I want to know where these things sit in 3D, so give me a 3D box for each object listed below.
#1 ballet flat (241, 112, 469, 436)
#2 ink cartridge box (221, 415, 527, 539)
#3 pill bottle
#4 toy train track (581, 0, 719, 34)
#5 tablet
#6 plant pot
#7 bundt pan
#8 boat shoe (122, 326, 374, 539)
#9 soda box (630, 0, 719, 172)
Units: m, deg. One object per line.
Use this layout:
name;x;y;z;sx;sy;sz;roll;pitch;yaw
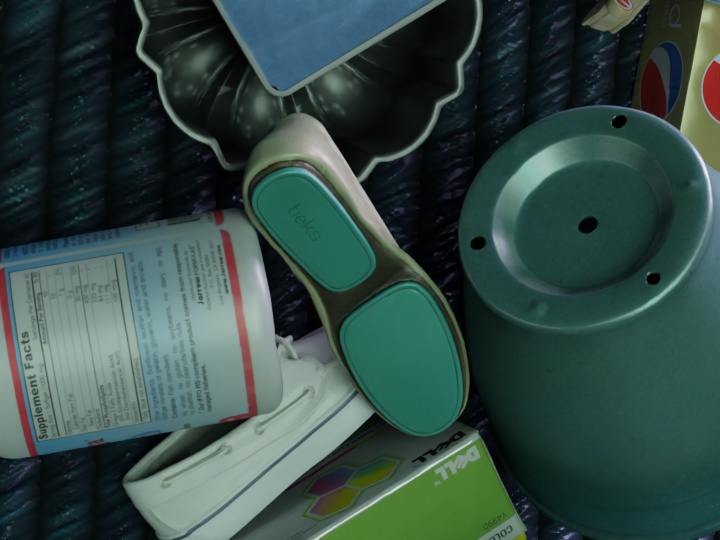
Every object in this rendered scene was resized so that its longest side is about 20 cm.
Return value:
ballet flat;0.000;0.000;1.150;0.069;0.069;0.201;-39;123;-14
ink cartridge box;0.021;0.152;1.171;0.147;0.200;0.076;-30;107;-16
pill bottle;-0.145;0.037;1.127;0.198;0.109;0.110;-10;100;-5
toy train track;0.199;-0.151;1.198;0.199;0.115;0.033;11;48;-29
tablet;0.008;-0.191;1.113;0.199;0.014;0.131;-31;106;3
plant pot;0.138;0.018;1.165;0.200;0.200;0.188;-48;145;-10
bundt pan;-0.038;-0.147;1.177;0.200;0.076;0.204;-3;98;-21
boat shoe;-0.045;0.071;1.203;0.200;0.073;0.065;-45;114;-13
soda box;0.209;-0.139;1.284;0.064;0.068;0.202;9;93;-22
